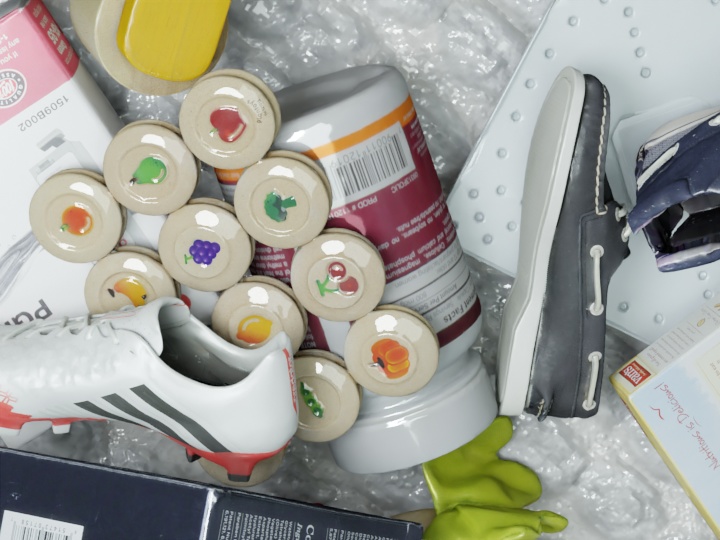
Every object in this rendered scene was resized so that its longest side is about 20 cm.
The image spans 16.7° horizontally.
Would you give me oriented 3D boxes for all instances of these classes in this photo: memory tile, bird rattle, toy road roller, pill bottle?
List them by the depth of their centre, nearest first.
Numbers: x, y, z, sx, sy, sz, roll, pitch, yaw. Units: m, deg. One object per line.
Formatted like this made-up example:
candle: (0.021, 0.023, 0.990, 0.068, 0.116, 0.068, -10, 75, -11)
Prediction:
memory tile: (-0.066, 0.008, 1.267, 0.153, 0.017, 0.200, -30, 106, 20)
toy road roller: (-0.054, -0.182, 1.279, 0.146, 0.123, 0.200, 17, 101, -20)
pill bottle: (0.000, 0.000, 1.328, 0.114, 0.114, 0.200, -19, 105, 0)
bird rattle: (0.029, 0.182, 1.387, 0.200, 0.113, 0.163, -29, 121, 6)

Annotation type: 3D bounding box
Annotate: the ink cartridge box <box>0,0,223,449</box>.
ink cartridge box: (-0.181, -0.027, 1.320, 0.146, 0.083, 0.200, -33, 104, 3)

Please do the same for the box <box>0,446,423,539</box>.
box: (-0.103, 0.157, 1.264, 0.182, 0.200, 0.104, 16, 82, -52)

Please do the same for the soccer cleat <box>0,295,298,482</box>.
soccer cleat: (-0.127, 0.046, 1.247, 0.200, 0.069, 0.085, 14, 123, 8)

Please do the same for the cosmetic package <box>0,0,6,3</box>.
cosmetic package: (-0.219, -0.237, 1.258, 0.074, 0.102, 0.200, -20, 106, -1)

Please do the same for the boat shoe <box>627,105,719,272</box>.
boat shoe: (0.229, -0.060, 1.280, 0.200, 0.093, 0.075, -28, 112, 32)

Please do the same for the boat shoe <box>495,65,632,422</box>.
boat shoe: (0.117, -0.011, 1.331, 0.060, 0.074, 0.200, 6, 106, -6)

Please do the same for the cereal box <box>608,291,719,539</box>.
cereal box: (0.257, 0.057, 1.385, 0.200, 0.040, 0.144, -36, 115, -1)

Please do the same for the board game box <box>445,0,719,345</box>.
board game box: (0.170, -0.066, 1.373, 0.200, 0.026, 0.200, 26, 100, -11)
